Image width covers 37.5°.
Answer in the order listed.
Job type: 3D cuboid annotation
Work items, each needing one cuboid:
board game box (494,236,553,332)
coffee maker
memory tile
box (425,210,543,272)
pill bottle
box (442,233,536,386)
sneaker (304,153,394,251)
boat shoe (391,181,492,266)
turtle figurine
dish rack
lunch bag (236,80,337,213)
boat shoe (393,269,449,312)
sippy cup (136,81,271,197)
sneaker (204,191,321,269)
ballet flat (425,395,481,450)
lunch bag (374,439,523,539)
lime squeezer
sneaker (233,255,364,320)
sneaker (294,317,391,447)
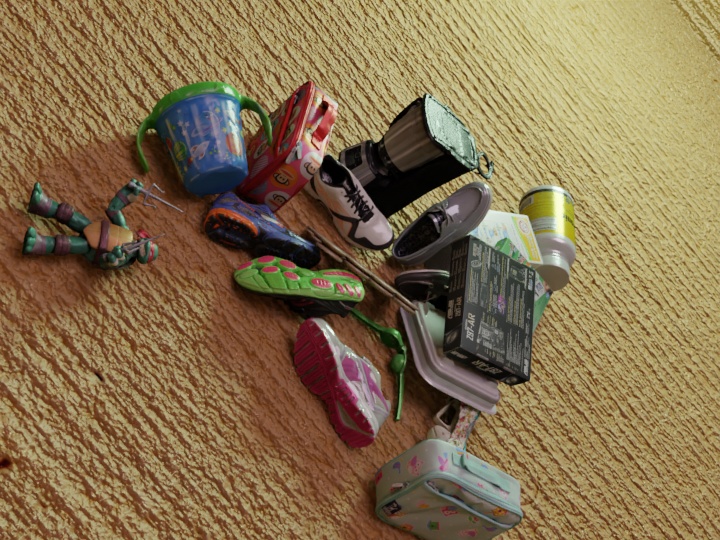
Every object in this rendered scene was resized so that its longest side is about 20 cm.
[{"bbox_3d":[0.245,0.057,1.783,0.135,0.029,0.200,48,49,-16],"label":"board game box"},{"bbox_3d":[0.090,-0.173,1.801,0.192,0.199,0.135,48,34,-21],"label":"coffee maker"},{"bbox_3d":[0.000,0.000,1.666,0.199,0.017,0.153,37,1,-19],"label":"memory tile"},{"bbox_3d":[0.216,-0.039,1.901,0.199,0.112,0.102,4,62,-41],"label":"box"},{"bbox_3d":[0.364,-0.060,2.067,0.111,0.111,0.201,31,45,-25],"label":"pill bottle"},{"bbox_3d":[0.210,0.064,1.699,0.159,0.043,0.202,25,58,-32],"label":"box"},{"bbox_3d":[-0.019,-0.110,1.733,0.200,0.080,0.074,44,68,-8],"label":"sneaker"},{"bbox_3d":[0.135,-0.077,1.776,0.070,0.200,0.071,55,15,16],"label":"boat shoe"},{"bbox_3d":[-0.331,-0.046,1.375,0.198,0.101,0.150,10,40,-22],"label":"turtle figurine"},{"bbox_3d":[0.152,0.131,1.723,0.171,0.044,0.201,28,25,-27],"label":"dish rack"},{"bbox_3d":[-0.103,-0.196,1.644,0.082,0.176,0.201,38,38,-23],"label":"lunch bag"},{"bbox_3d":[0.151,0.045,1.792,0.198,0.067,0.057,12,55,-23],"label":"boat shoe"},{"bbox_3d":[-0.226,-0.185,1.550,0.139,0.177,0.131,20,48,-63],"label":"sippy cup"},{"bbox_3d":[-0.140,-0.061,1.597,0.199,0.075,0.079,30,41,-29],"label":"sneaker"},{"bbox_3d":[0.135,0.257,1.650,0.064,0.076,0.200,39,31,-2],"label":"ballet flat"},{"bbox_3d":[0.126,0.323,1.514,0.199,0.160,0.078,29,45,-28],"label":"lunch bag"},{"bbox_3d":[0.045,0.133,1.668,0.070,0.038,0.201,-9,70,-47],"label":"lime squeezer"},{"bbox_3d":[-0.093,0.036,1.570,0.198,0.084,0.077,12,37,-18],"label":"sneaker"},{"bbox_3d":[-0.024,0.156,1.557,0.088,0.081,0.201,-32,95,-52],"label":"sneaker"}]
